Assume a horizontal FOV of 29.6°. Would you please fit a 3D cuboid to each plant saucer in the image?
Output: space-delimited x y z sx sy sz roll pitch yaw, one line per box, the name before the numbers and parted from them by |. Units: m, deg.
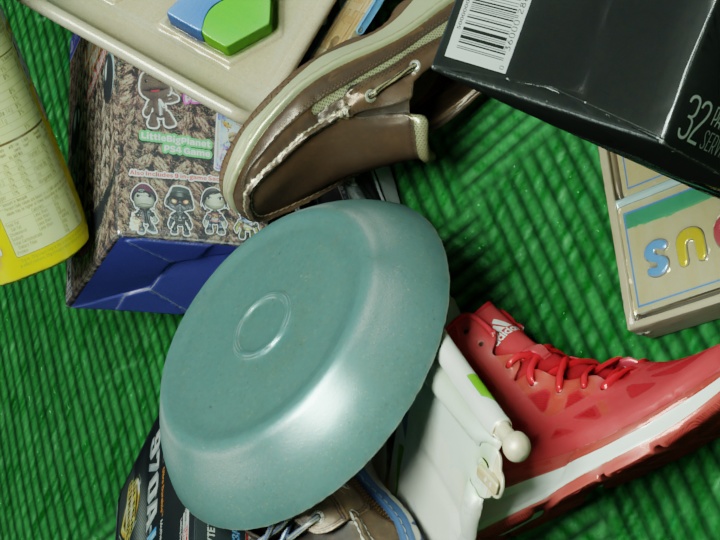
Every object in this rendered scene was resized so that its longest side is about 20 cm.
plant saucer | -0.042 0.037 0.721 0.198 0.036 0.202 -28 41 27

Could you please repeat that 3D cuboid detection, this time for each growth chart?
growth chart | 0.034 0.120 0.703 0.145 0.017 0.202 -119 31 -51

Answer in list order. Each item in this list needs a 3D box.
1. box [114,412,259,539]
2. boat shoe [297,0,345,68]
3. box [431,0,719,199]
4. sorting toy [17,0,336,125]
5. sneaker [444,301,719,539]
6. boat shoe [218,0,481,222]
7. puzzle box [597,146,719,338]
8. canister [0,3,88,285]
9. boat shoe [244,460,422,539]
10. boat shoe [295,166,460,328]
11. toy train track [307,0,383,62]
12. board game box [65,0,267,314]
box | -0.105 0.163 0.814 0.201 0.045 0.160 -97 30 -51
boat shoe | -0.040 -0.167 0.894 0.073 0.060 0.203 -1 79 43
box | 0.154 -0.108 0.552 0.124 0.198 0.150 27 99 45
sorting toy | -0.094 -0.210 0.827 0.183 0.037 0.202 29 74 7
sneaker | 0.098 0.054 0.678 0.199 0.078 0.117 -34 69 33
boat shoe | 0.013 -0.090 0.769 0.202 0.075 0.075 -41 59 -5
puzzle box | 0.205 -0.058 0.649 0.199 0.025 0.135 -23 65 39
canister | -0.238 -0.107 0.823 0.149 0.086 0.202 -129 20 -64
boat shoe | -0.025 0.132 0.718 0.073 0.072 0.201 -61 31 21
boat shoe | 0.002 -0.002 0.804 0.073 0.068 0.202 -35 57 33
toy train track | 0.012 -0.164 0.839 0.114 0.032 0.201 26 83 48
board game box | -0.132 -0.090 0.902 0.159 0.095 0.203 142 129 -61
